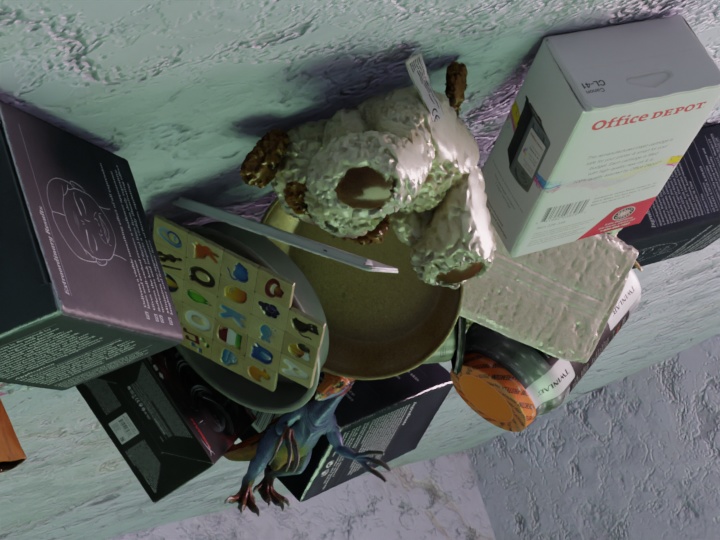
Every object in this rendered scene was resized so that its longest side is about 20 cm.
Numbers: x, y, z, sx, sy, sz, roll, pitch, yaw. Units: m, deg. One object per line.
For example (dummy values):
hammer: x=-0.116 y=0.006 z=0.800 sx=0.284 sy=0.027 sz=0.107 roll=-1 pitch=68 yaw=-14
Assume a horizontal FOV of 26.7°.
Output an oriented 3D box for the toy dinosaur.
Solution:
toy dinosaur: x=-0.069 y=0.150 z=1.464 sx=0.105 sy=0.200 sz=0.182 roll=10 pitch=111 yaw=-47

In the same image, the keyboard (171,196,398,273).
keyboard: x=-0.064 y=-0.029 z=1.261 sx=0.199 sy=0.011 sz=0.056 roll=19 pitch=-179 yaw=28

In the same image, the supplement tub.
supplement tub: x=0.188 y=0.062 z=1.557 sx=0.200 sy=0.122 sz=0.123 roll=-48 pitch=179 yaw=-24

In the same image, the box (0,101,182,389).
box: x=-0.224 y=-0.010 z=1.037 sx=0.107 sy=0.149 sz=0.200 roll=-22 pitch=166 yaw=12

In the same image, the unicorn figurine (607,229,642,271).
unicorn figurine: x=0.207 y=-0.083 z=1.473 sx=0.199 sy=0.074 sz=0.138 roll=6 pitch=130 yaw=-23

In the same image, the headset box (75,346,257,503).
headset box: x=-0.185 y=0.120 z=1.471 sx=0.077 sy=0.149 sz=0.200 roll=-33 pitch=-179 yaw=13

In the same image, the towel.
towel: x=0.166 y=0.003 z=1.435 sx=0.200 sy=0.133 sz=0.034 roll=24 pitch=-177 yaw=-31

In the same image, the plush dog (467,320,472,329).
plush dog: x=0.173 y=0.022 z=1.833 sx=0.199 sy=0.161 sz=0.172 roll=8 pitch=-160 yaw=36

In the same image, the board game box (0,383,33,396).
board game box: x=-0.348 y=0.109 z=1.649 sx=0.199 sy=0.026 sz=0.200 roll=-17 pitch=167 yaw=-11

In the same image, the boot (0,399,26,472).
boot: x=-0.309 y=0.049 z=1.075 sx=0.068 sy=0.201 sz=0.188 roll=-18 pitch=167 yaw=-3

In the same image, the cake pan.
cake pan: x=-0.108 y=0.038 z=1.378 sx=0.037 sy=0.200 sz=0.200 roll=-42 pitch=-176 yaw=-39

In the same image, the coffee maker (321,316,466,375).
coffee maker: x=-0.005 y=0.027 z=1.515 sx=0.199 sy=0.135 sz=0.192 roll=-3 pitch=-161 yaw=-5

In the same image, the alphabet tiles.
alphabet tiles: x=-0.124 y=0.031 z=1.315 sx=0.006 sy=0.199 sz=0.167 roll=-56 pitch=168 yaw=-36

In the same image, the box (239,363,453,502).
box: x=-0.043 y=0.117 z=1.623 sx=0.200 sy=0.197 sz=0.118 roll=-17 pitch=142 yaw=-47

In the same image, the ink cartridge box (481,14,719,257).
ink cartridge box: x=0.200 y=-0.113 z=1.290 sx=0.147 sy=0.086 sz=0.200 roll=-13 pitch=149 yaw=-24

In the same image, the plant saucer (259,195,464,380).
plant saucer: x=0.000 y=0.000 z=1.374 sx=0.200 sy=0.201 sz=0.035 roll=-24 pitch=-171 yaw=22

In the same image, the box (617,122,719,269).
box: x=0.310 y=-0.070 z=1.670 sx=0.199 sy=0.107 sz=0.148 roll=-15 pitch=167 yaw=-20

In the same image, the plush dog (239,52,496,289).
plush dog: x=0.002 y=-0.082 z=1.196 sx=0.171 sy=0.161 sz=0.200 roll=-8 pitch=152 yaw=34
